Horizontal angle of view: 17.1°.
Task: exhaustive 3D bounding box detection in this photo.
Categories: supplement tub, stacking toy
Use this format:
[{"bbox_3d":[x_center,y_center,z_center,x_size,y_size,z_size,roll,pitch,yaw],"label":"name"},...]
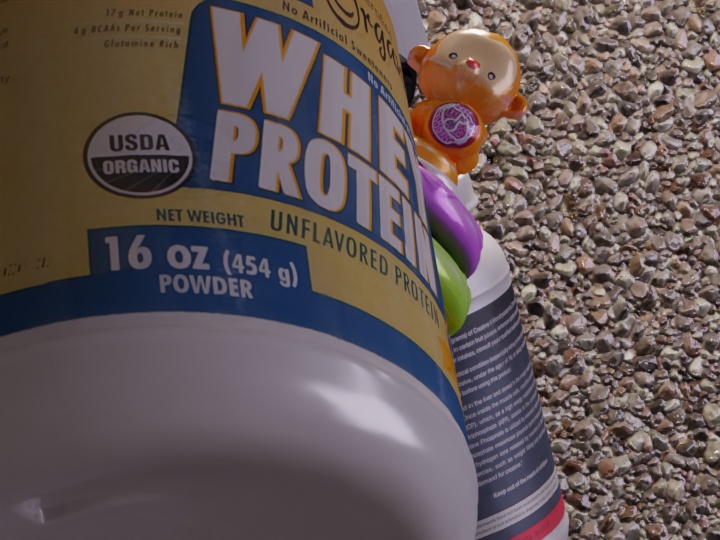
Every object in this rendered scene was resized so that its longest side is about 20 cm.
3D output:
[{"bbox_3d":[-0.056,-0.008,0.549,0.145,0.144,0.200,70,9,-52],"label":"supplement tub"},{"bbox_3d":[0.000,0.000,0.785,0.200,0.116,0.110,-58,168,-19],"label":"stacking toy"},{"bbox_3d":[0.016,0.060,1.168,0.140,0.140,0.200,-78,155,-78],"label":"supplement tub"}]

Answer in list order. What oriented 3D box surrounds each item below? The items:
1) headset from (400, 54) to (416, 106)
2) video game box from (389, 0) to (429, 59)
[{"bbox_3d":[-0.036,-0.083,0.955,0.124,0.200,0.094,51,51,-4],"label":"headset"},{"bbox_3d":[-0.059,-0.189,1.035,0.182,0.047,0.200,30,-37,51],"label":"video game box"}]
